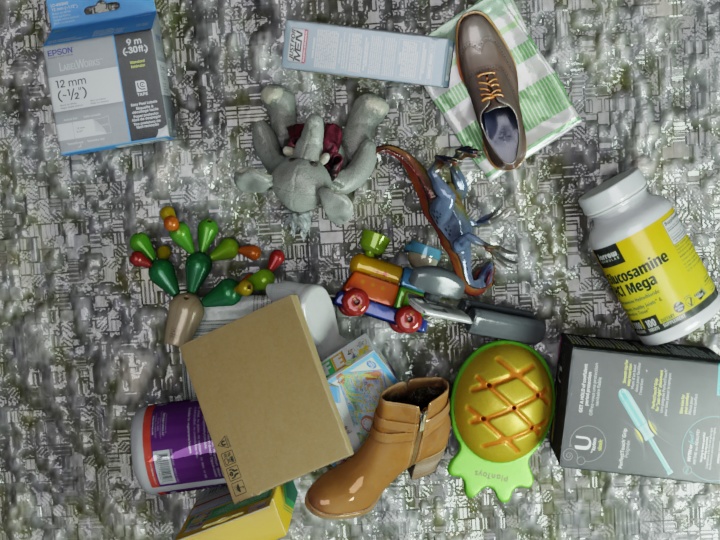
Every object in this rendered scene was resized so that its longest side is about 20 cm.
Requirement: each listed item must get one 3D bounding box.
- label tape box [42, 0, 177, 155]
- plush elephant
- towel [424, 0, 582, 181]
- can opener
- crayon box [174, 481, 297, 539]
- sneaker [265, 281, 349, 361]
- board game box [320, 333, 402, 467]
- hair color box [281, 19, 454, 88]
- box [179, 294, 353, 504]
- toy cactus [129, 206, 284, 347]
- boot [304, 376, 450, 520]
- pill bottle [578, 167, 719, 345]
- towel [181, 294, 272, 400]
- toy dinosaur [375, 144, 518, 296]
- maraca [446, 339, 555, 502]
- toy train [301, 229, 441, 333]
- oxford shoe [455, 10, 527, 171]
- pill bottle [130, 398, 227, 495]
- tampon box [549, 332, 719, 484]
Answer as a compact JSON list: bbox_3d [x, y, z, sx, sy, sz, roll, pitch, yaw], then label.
[{"bbox_3d":[-0.319,-0.255,1.537,0.141,0.066,0.203,-8,97,3],"label":"label tape box"},{"bbox_3d":[-0.064,-0.132,1.494,0.163,0.155,0.203,13,95,1],"label":"plush elephant"},{"bbox_3d":[0.169,-0.233,1.544,0.152,0.023,0.201,-33,94,5],"label":"towel"},{"bbox_3d":[0.145,0.048,1.509,0.198,0.053,0.067,16,108,-29],"label":"can opener"},{"bbox_3d":[-0.150,0.305,1.518,0.124,0.200,0.052,-21,95,4],"label":"crayon box"},{"bbox_3d":[-0.066,0.094,1.533,0.088,0.075,0.202,12,130,35],"label":"sneaker"},{"bbox_3d":[-0.001,0.179,1.525,0.134,0.034,0.200,-32,133,4],"label":"board game box"},{"bbox_3d":[0.011,-0.264,1.497,0.197,0.099,0.061,9,99,8],"label":"hair color box"},{"bbox_3d":[-0.112,0.152,1.446,0.162,0.021,0.202,-24,79,16],"label":"box"},{"bbox_3d":[-0.206,0.015,1.536,0.198,0.102,0.167,16,83,-1],"label":"toy cactus"},{"bbox_3d":[0.024,0.213,1.478,0.198,0.077,0.156,-15,138,-19],"label":"boot"},{"bbox_3d":[0.352,-0.019,1.513,0.112,0.112,0.201,-29,94,4],"label":"pill bottle"},{"bbox_3d":[-0.134,0.127,1.583,0.197,0.035,0.195,0,95,1],"label":"towel"},{"bbox_3d":[0.119,-0.061,1.535,0.198,0.105,0.184,14,115,21],"label":"toy dinosaur"},{"bbox_3d":[0.175,0.188,1.538,0.135,0.107,0.203,10,89,-6],"label":"maraca"},{"bbox_3d":[0.000,0.000,1.541,0.198,0.085,0.117,18,85,-5],"label":"toy train"},{"bbox_3d":[0.164,-0.222,1.498,0.070,0.073,0.202,-18,93,6],"label":"oxford shoe"},{"bbox_3d":[-0.180,0.213,1.531,0.197,0.112,0.114,-8,95,4],"label":"pill bottle"},{"bbox_3d":[0.344,0.168,1.524,0.197,0.126,0.152,6,95,2],"label":"tampon box"}]
